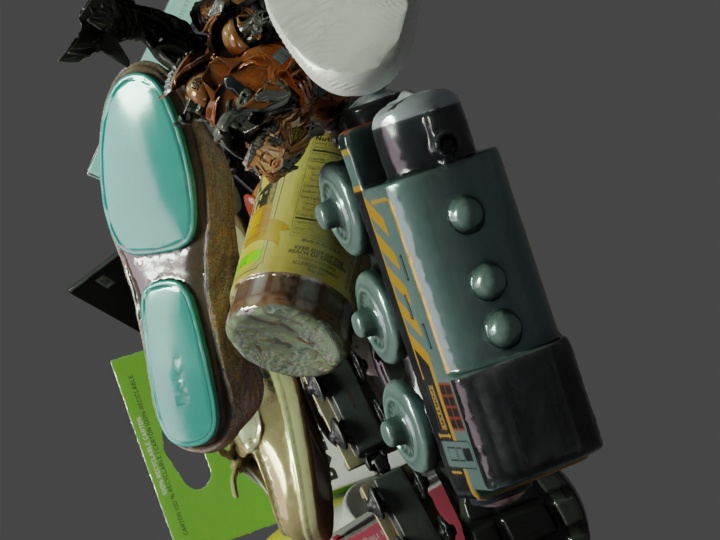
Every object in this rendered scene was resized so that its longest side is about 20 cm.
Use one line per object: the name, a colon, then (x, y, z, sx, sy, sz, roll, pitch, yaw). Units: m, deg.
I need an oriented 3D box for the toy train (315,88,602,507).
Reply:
toy train: (0.044, 0.012, 1.121, 0.114, 0.085, 0.201, 170, 83, -72)

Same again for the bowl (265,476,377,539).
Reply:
bowl: (0.020, 0.193, 1.534, 0.200, 0.199, 0.108, -118, 34, -58)

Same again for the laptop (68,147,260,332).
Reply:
laptop: (-0.103, -0.070, 1.546, 0.177, 0.103, 0.201, 43, -133, -75)

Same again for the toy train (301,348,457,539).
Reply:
toy train: (-0.004, 0.073, 1.232, 0.200, 0.034, 0.046, 62, 169, 18)

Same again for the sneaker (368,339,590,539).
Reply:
sneaker: (0.052, 0.068, 1.231, 0.079, 0.075, 0.201, -169, 60, -86)

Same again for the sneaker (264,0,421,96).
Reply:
sneaker: (-0.004, -0.142, 1.166, 0.089, 0.075, 0.200, 59, -169, -46)

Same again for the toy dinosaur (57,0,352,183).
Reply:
toy dinosaur: (-0.062, -0.112, 1.198, 0.135, 0.102, 0.200, 29, -171, -16)

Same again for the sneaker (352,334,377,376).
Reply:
sneaker: (0.022, 0.034, 1.316, 0.076, 0.092, 0.200, -118, 9, -53)

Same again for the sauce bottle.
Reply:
sauce bottle: (-0.017, -0.043, 1.225, 0.065, 0.064, 0.200, 77, -159, -50)

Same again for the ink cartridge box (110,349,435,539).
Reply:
ink cartridge box: (-0.048, 0.084, 1.608, 0.076, 0.199, 0.148, 95, 155, -77)

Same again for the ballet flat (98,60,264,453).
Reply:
ballet flat: (-0.087, -0.009, 1.258, 0.067, 0.068, 0.201, -21, -72, -57)

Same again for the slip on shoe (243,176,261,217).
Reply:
slip on shoe: (-0.036, -0.031, 1.455, 0.074, 0.061, 0.201, 40, -134, -71)

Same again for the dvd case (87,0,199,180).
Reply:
dvd case: (-0.116, -0.131, 1.474, 0.146, 0.022, 0.200, -63, 4, 8)

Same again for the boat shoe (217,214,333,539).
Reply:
boat shoe: (-0.064, 0.065, 1.372, 0.073, 0.062, 0.200, 72, 179, -61)

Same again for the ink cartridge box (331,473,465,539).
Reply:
ink cartridge box: (0.066, 0.218, 1.390, 0.200, 0.083, 0.147, 60, 174, 3)

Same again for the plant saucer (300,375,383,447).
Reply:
plant saucer: (0.000, 0.000, 1.403, 0.200, 0.034, 0.201, -5, -90, -76)
